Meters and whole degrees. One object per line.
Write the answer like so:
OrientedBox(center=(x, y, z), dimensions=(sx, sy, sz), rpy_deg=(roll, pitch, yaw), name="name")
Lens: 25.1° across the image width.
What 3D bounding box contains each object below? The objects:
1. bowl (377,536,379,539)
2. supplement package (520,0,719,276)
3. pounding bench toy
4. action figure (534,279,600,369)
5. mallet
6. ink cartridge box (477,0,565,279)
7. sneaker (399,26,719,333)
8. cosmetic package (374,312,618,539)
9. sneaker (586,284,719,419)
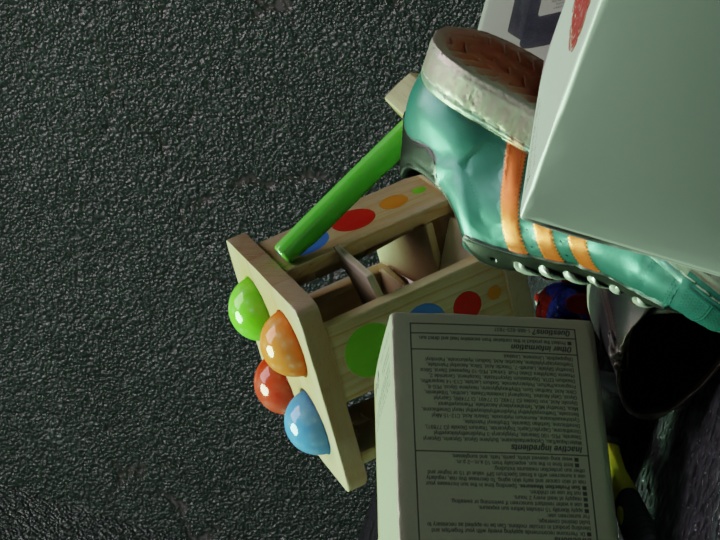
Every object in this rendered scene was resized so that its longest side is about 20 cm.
OrientedBox(center=(0.062, 0.212, 1.196), dimensions=(0.201, 0.094, 0.201), rpy_deg=(-163, 90, -89), name="bowl")
OrientedBox(center=(0.145, -0.111, 0.593), dimensions=(0.121, 0.119, 0.200), rpy_deg=(-75, 1, -51), name="supplement package")
OrientedBox(center=(0.000, 0.000, 0.956), dimensions=(0.124, 0.156, 0.200), rpy_deg=(41, 151, 58), name="pounding bench toy")
OrientedBox(center=(0.142, 0.031, 1.136), dimensions=(0.200, 0.052, 0.066), rpy_deg=(-54, -24, -84), name="action figure")
OrientedBox(center=(0.130, 0.099, 0.776), dimensions=(0.200, 0.041, 0.066), rpy_deg=(-106, 34, -81), name="mallet")
OrientedBox(center=(0.133, -0.114, 0.904), dimensions=(0.145, 0.084, 0.201), rpy_deg=(44, -125, -50), name="ink cartridge box")
OrientedBox(center=(0.095, -0.024, 0.703), dimensions=(0.071, 0.200, 0.080), rpy_deg=(-15, -44, -43), name="sneaker")
OrientedBox(center=(0.061, 0.122, 0.740), dimensions=(0.073, 0.103, 0.200), rpy_deg=(102, 170, -57), name="cosmetic package")
OrientedBox(center=(0.154, -0.035, 0.738), dimensions=(0.106, 0.075, 0.201), rpy_deg=(-85, 2, -65), name="sneaker")
